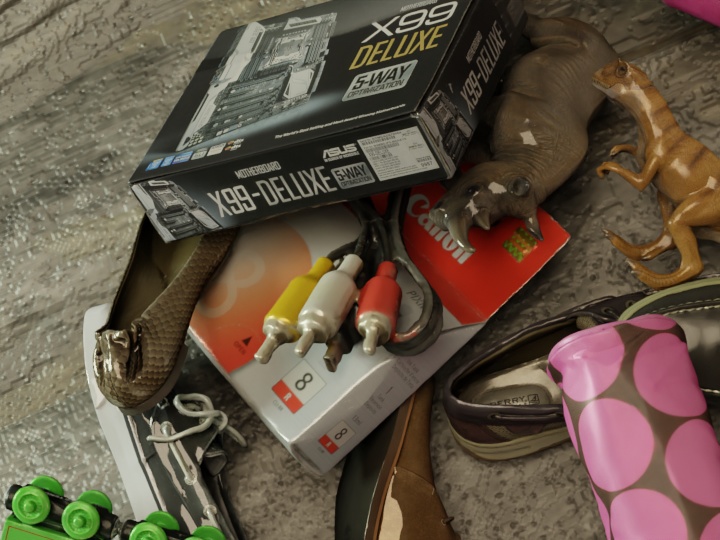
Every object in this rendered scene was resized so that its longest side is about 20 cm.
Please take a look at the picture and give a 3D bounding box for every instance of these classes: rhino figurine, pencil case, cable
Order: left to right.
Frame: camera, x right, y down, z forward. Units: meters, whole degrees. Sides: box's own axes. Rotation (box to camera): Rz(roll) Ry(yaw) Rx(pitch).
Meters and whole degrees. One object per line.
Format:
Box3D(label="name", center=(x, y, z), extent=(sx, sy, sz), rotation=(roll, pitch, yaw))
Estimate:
Box3D(label="cable", center=(0.008, -0.018, 1.673), extent=(0.097, 0.050, 0.200), rotation=(-2, 48, 21))
Box3D(label="rhino figurine", center=(0.092, -0.079, 1.699), extent=(0.087, 0.060, 0.200), rotation=(7, 44, 19))
Box3D(label="pencil case", center=(0.161, 0.126, 1.568), extent=(0.091, 0.094, 0.200), rotation=(-17, 76, 6))

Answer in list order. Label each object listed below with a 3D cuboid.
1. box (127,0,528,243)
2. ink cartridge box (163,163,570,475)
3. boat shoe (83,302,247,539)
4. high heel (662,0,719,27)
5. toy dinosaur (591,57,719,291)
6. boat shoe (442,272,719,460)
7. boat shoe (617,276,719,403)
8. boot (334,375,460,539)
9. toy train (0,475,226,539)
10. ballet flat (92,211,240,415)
Box3D(label="box", center=(-0.017, -0.098, 1.697), extent=(0.200, 0.050, 0.158), rotation=(-12, 33, 32))
Box3D(label="ink cartridge box", center=(0.000, 0.000, 1.711), extent=(0.200, 0.050, 0.162), rotation=(-45, 47, 1))
Box3D(label="boat shoe", center=(-0.105, 0.106, 1.721), extent=(0.068, 0.074, 0.199), rotation=(-22, 71, 11))
Box3D(label="high heel", center=(0.134, -0.173, 1.704), extent=(0.200, 0.067, 0.096), rotation=(39, 97, 18))
Box3D(label="toy dinosaur", center=(0.198, -0.033, 1.666), extent=(0.200, 0.060, 0.106), rotation=(43, 100, -4))
Box3D(label="boat shoe", center=(0.141, 0.051, 1.681), extent=(0.200, 0.065, 0.072), rotation=(-19, 68, 6))
Box3D(label="boat shoe", center=(0.242, 0.041, 1.630), extent=(0.201, 0.066, 0.072), rotation=(2, 92, -5))
Box3D(label="boot", center=(0.026, 0.147, 1.694), extent=(0.075, 0.074, 0.200), rotation=(15, 71, -13))
Box3D(label="toy train", center=(-0.111, 0.168, 1.667), extent=(0.200, 0.042, 0.056), rotation=(17, 101, 8))
Box3D(label="ballet flat", center=(-0.117, -0.001, 1.716), extent=(0.067, 0.046, 0.200), rotation=(-19, 37, 33))
